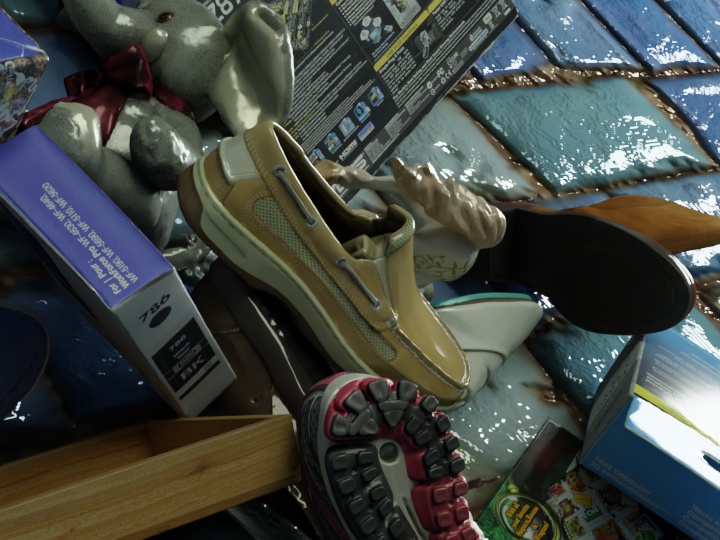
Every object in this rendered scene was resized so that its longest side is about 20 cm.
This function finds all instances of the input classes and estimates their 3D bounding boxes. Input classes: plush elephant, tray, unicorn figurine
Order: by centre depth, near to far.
[{"bbox_3d":[-0.129,0.103,0.937,0.199,0.098,0.037,-16,98,-49],"label":"tray"},{"bbox_3d":[-0.124,-0.090,1.127,0.199,0.164,0.156,25,71,-39],"label":"plush elephant"},{"bbox_3d":[0.009,-0.011,1.181,0.137,0.074,0.200,15,-8,-30],"label":"unicorn figurine"}]

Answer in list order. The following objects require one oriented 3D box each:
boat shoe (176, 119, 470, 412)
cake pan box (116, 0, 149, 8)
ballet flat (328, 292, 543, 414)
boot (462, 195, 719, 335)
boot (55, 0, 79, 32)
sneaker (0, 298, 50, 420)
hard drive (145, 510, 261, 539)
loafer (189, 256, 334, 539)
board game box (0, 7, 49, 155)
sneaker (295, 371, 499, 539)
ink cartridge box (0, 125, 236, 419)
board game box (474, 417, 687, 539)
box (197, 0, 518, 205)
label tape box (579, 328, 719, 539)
[{"bbox_3d":[0.000,0.000,1.069,0.200,0.076,0.072,40,24,-33],"label":"boat shoe"},{"bbox_3d":[-0.105,-0.223,1.324,0.183,0.052,0.201,-12,58,-36],"label":"cake pan box"},{"bbox_3d":[0.023,0.053,1.174,0.199,0.070,0.070,-2,45,-36],"label":"ballet flat"},{"bbox_3d":[0.174,-0.007,1.327,0.187,0.069,0.199,7,8,43],"label":"boot"},{"bbox_3d":[-0.108,-0.190,1.369,0.173,0.069,0.201,25,35,-14],"label":"boot"},{"bbox_3d":[-0.203,0.066,0.917,0.200,0.077,0.076,-30,111,-46],"label":"sneaker"},{"bbox_3d":[-0.050,0.189,0.935,0.200,0.042,0.134,47,35,22],"label":"hard drive"},{"bbox_3d":[-0.034,0.089,1.071,0.201,0.071,0.073,60,17,16],"label":"loafer"},{"bbox_3d":[-0.255,-0.062,0.947,0.159,0.201,0.097,44,35,19],"label":"board game box"},{"bbox_3d":[0.030,0.137,0.984,0.080,0.201,0.075,-23,12,-20],"label":"sneaker"},{"bbox_3d":[-0.116,-0.001,0.966,0.099,0.039,0.200,45,-8,18],"label":"ink cartridge box"},{"bbox_3d":[0.107,0.157,1.132,0.105,0.024,0.200,39,32,5],"label":"board game box"},{"bbox_3d":[-0.010,-0.155,1.275,0.200,0.049,0.162,-49,120,-26],"label":"box"},{"bbox_3d":[0.198,0.113,1.194,0.143,0.066,0.200,34,21,1],"label":"label tape box"}]
